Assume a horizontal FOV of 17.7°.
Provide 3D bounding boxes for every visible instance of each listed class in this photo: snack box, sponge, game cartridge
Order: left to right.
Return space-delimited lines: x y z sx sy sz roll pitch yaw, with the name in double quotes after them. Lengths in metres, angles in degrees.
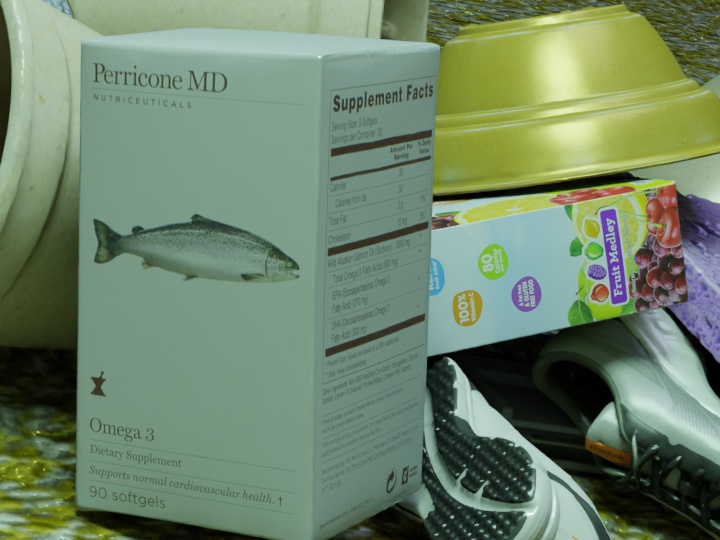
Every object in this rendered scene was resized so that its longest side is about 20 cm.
0.039 -0.002 1.172 0.199 0.068 0.169 -10 8 -18 "snack box"
0.107 0.070 1.254 0.199 0.039 0.130 10 22 -25 "game cartridge"
0.204 0.021 1.202 0.111 0.030 0.200 16 25 -38 "sponge"

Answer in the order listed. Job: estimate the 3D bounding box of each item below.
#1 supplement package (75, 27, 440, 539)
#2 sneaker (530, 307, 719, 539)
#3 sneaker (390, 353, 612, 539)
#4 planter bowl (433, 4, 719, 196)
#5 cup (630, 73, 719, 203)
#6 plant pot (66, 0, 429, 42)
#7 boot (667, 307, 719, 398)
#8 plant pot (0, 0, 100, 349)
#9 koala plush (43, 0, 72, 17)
-0.043 0.001 0.980 0.116 0.201 0.117 6 10 26 "supplement package"
0.162 0.096 1.145 0.079 0.074 0.200 -21 51 -35 "sneaker"
0.055 0.103 1.058 0.080 0.074 0.200 38 5 -25 "sneaker"
0.102 -0.095 1.223 0.199 0.084 0.200 -8 5 1 "planter bowl"
0.218 -0.009 1.392 0.143 0.201 0.200 -26 40 -31 "cup"
-0.064 -0.142 1.301 0.183 0.201 0.200 6 15 7 "plant pot"
0.166 0.028 1.268 0.200 0.075 0.107 30 19 17 "boot"
-0.154 -0.042 1.081 0.183 0.201 0.200 16 13 -46 "plant pot"
-0.094 -0.127 1.456 0.200 0.178 0.184 30 -23 23 "koala plush"
